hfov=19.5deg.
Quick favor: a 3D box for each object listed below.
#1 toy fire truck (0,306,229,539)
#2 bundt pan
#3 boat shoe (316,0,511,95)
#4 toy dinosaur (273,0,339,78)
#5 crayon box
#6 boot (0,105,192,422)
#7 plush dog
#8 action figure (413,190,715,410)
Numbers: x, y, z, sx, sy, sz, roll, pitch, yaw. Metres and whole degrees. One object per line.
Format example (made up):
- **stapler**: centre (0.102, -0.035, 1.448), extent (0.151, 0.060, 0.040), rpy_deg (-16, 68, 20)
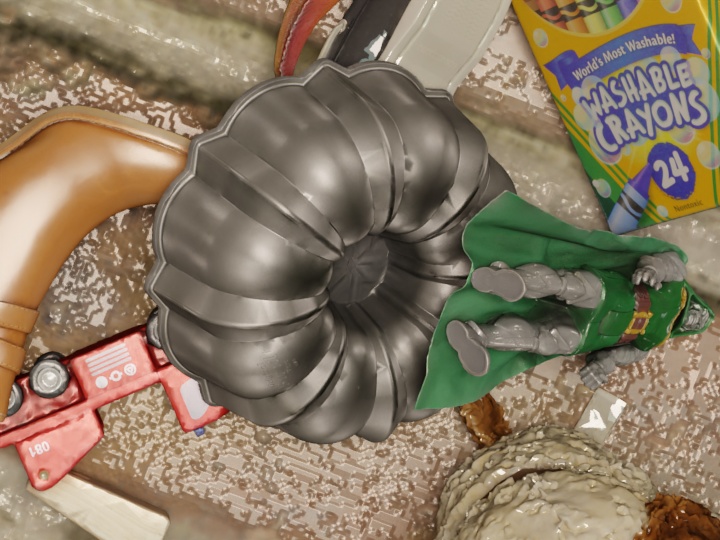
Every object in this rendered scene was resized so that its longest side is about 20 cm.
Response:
- **toy fire truck**: centre (-0.145, 0.112, 1.093), extent (0.200, 0.049, 0.141), rpy_deg (-22, 96, -4)
- **bundt pan**: centre (0.000, 0.000, 1.041), extent (0.202, 0.076, 0.202), rpy_deg (-12, 116, -26)
- **boat shoe**: centre (0.002, -0.092, 1.088), extent (0.074, 0.060, 0.200), rpy_deg (26, 97, -42)
- **toy dinosaur**: centre (0.030, -0.207, 1.067), extent (0.181, 0.105, 0.200), rpy_deg (-9, 106, 1)
- **crayon box**: centre (0.144, -0.127, 1.062), extent (0.052, 0.126, 0.200), rpy_deg (-27, 96, -35)
- **boot**: centre (-0.171, 0.000, 1.054), extent (0.200, 0.074, 0.155), rpy_deg (1, 74, 9)
- **plush dog**: centre (0.096, 0.137, 1.052), extent (0.200, 0.172, 0.161), rpy_deg (-21, 95, -2)
- **action figure**: centre (0.118, 0.020, 1.058), extent (0.055, 0.200, 0.118), rpy_deg (39, 115, 33)
